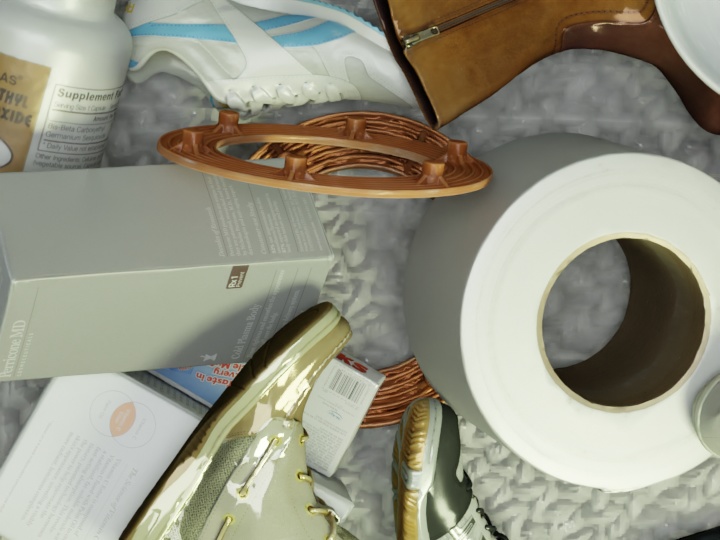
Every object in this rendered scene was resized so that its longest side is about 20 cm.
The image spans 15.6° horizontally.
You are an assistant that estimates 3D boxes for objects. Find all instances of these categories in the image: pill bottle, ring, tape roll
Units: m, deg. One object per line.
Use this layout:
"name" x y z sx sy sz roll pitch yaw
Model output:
"pill bottle" -0.201 -0.120 1.595 0.114 0.114 0.201 17 105 -2
"ring" 0.000 0.000 1.665 0.200 0.019 0.201 0 91 -1
"ring" -0.020 -0.072 1.551 0.200 0.200 0.019 6 102 -2
"tape roll" 0.138 0.021 1.596 0.202 0.139 0.204 -2 97 -14

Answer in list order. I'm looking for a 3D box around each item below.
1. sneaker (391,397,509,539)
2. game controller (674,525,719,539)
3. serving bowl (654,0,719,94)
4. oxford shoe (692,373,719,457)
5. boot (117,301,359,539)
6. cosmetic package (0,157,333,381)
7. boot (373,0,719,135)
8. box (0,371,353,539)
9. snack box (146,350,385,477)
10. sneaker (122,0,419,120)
"sneaker" 0.066 0.174 1.656 0.087 0.076 0.201 -4 105 -3
"game controller" 0.251 0.262 1.685 0.104 0.042 0.201 -16 93 -15
"serving bowl" 0.275 -0.185 1.584 0.199 0.066 0.201 0 88 9
"oxford shoe" 0.287 0.053 1.541 0.200 0.058 0.075 -30 106 -13
"boot" -0.030 0.134 1.554 0.154 0.072 0.200 37 95 -4
"cosmetic package" -0.129 -0.001 1.553 0.199 0.107 0.090 -8 55 -22
"boot" 0.126 -0.136 1.607 0.200 0.068 0.189 -27 92 -25
"box" -0.121 0.143 1.632 0.200 0.097 0.125 30 91 -4
"snack box" -0.087 0.048 1.645 0.200 0.024 0.072 30 111 6
"sneaker" -0.052 -0.129 1.635 0.199 0.077 0.081 17 81 7
